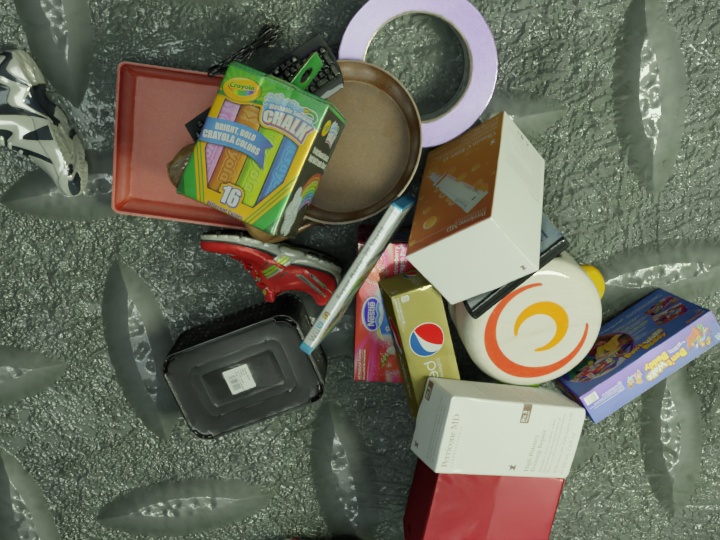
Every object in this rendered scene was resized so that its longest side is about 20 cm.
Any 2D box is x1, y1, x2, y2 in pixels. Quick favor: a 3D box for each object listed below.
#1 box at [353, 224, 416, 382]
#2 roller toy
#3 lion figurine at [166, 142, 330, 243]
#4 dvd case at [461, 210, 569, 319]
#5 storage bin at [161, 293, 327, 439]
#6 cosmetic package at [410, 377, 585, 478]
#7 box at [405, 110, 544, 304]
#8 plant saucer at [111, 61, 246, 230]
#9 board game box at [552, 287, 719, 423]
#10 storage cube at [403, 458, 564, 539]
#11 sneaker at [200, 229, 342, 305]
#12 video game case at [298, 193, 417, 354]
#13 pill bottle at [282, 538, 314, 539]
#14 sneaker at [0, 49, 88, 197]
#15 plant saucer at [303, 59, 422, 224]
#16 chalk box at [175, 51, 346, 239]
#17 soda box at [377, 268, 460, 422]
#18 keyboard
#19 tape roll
[{"bbox_3d":[0.041,0.045,1.119,0.099,0.096,0.201,2,107,1],"label":"box"},{"bbox_3d":[0.214,0.043,1.095,0.182,0.140,0.200,39,104,-22],"label":"roller toy"},{"bbox_3d":[-0.144,-0.095,1.050,0.122,0.072,0.200,-42,95,-2],"label":"lion figurine"},{"bbox_3d":[0.167,-0.037,1.042,0.143,0.200,0.018,-39,119,11],"label":"dvd case"},{"bbox_3d":[-0.158,0.133,1.150,0.200,0.094,0.136,-21,106,6],"label":"storage bin"},{"bbox_3d":[0.173,0.199,1.033,0.199,0.074,0.102,7,101,-25],"label":"cosmetic package"},{"bbox_3d":[0.144,-0.078,1.002,0.124,0.200,0.097,-25,125,35],"label":"box"},{"bbox_3d":[-0.222,-0.164,1.090,0.199,0.037,0.200,8,107,-1],"label":"plant saucer"},{"bbox_3d":[0.359,0.109,1.099,0.200,0.134,0.045,-33,103,0],"label":"board game box"},{"bbox_3d":[0.164,0.321,1.154,0.170,0.200,0.180,12,100,-2],"label":"storage cube"},{"bbox_3d":[-0.125,-0.002,1.111,0.199,0.077,0.085,17,97,-4],"label":"sneaker"},{"bbox_3d":[0.000,0.000,0.983,0.018,0.143,0.200,33,103,3],"label":"video game case"},{"bbox_3d":[-0.024,0.471,1.237,0.199,0.120,0.120,4,107,0],"label":"pill bottle"},{"bbox_3d":[-0.450,-0.171,1.068,0.129,0.080,0.200,-24,105,9],"label":"sneaker"},{"bbox_3d":[-0.022,-0.153,0.996,0.200,0.034,0.201,-1,85,11],"label":"plant saucer"},{"bbox_3d":[-0.099,-0.151,0.924,0.124,0.125,0.200,24,93,6],"label":"chalk box"},{"bbox_3d":[0.081,0.103,1.050,0.064,0.068,0.201,-18,110,-8],"label":"soda box"},{"bbox_3d":[-0.127,-0.223,0.999,0.200,0.021,0.127,-33,78,6],"label":"keyboard"},{"bbox_3d":[0.070,-0.258,1.043,0.199,0.066,0.201,0,108,1],"label":"tape roll"}]
